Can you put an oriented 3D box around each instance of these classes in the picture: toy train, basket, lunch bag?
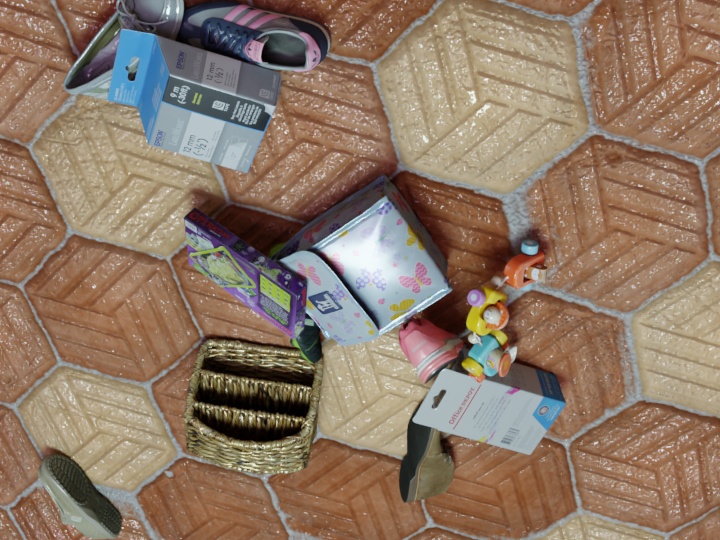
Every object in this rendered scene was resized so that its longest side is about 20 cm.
[{"bbox_3d":[0.207,0.066,1.278,0.056,0.150,0.201,29,125,40],"label":"toy train"},{"bbox_3d":[-0.165,0.209,1.427,0.199,0.143,0.149,10,122,3],"label":"basket"},{"bbox_3d":[0.000,0.000,1.280,0.200,0.127,0.170,-31,110,16],"label":"lunch bag"}]

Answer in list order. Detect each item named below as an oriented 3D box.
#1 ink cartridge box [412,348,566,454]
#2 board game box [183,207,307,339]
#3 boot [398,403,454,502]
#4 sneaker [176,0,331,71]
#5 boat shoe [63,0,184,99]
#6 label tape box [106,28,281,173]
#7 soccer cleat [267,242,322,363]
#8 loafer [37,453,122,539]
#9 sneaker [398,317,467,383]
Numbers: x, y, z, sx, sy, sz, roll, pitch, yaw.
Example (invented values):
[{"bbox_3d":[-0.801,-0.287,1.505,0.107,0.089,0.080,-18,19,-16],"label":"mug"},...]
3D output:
[{"bbox_3d":[0.184,0.189,1.386,0.199,0.068,0.115,17,121,-15],"label":"ink cartridge box"},{"bbox_3d":[-0.160,0.005,1.304,0.200,0.032,0.120,34,146,15],"label":"board game box"},{"bbox_3d":[0.114,0.284,1.483,0.075,0.074,0.200,-1,126,-13],"label":"boot"},{"bbox_3d":[-0.140,-0.289,1.165,0.199,0.082,0.070,6,121,5],"label":"sneaker"},{"bbox_3d":[-0.300,-0.290,1.188,0.202,0.065,0.075,-35,83,29],"label":"boat shoe"},{"bbox_3d":[-0.216,-0.211,1.182,0.199,0.066,0.143,13,146,-17],"label":"label tape box"},{"bbox_3d":[-0.077,0.048,1.368,0.081,0.068,0.200,-15,117,3],"label":"soccer cleat"},{"bbox_3d":[-0.500,0.404,1.634,0.068,0.076,0.200,-26,114,15],"label":"loafer"},{"bbox_3d":[0.095,0.096,1.310,0.074,0.200,0.087,-39,85,5],"label":"sneaker"}]
